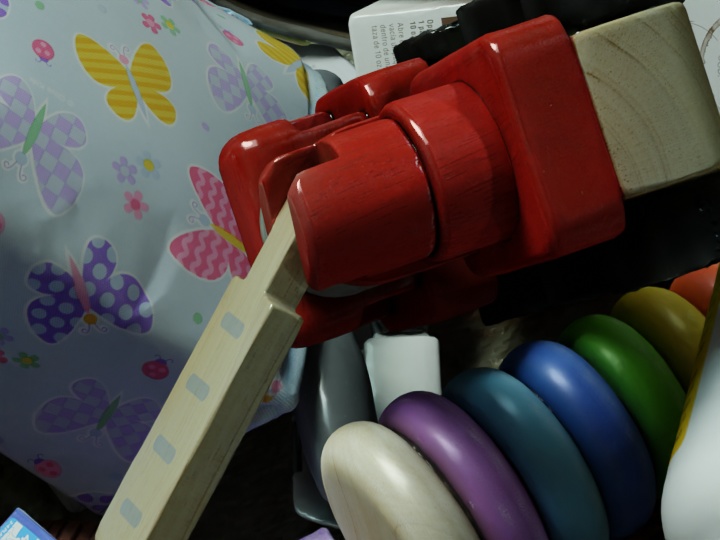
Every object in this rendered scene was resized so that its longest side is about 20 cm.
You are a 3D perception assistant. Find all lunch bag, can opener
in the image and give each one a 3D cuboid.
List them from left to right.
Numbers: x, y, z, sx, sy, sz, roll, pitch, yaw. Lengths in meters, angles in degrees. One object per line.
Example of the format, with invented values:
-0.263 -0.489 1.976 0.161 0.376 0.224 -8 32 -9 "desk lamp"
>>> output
-0.104 -0.042 0.944 0.127 0.169 0.201 -34 35 36 "lunch bag"
0.000 0.000 0.967 0.053 0.067 0.201 -3 54 0 "can opener"

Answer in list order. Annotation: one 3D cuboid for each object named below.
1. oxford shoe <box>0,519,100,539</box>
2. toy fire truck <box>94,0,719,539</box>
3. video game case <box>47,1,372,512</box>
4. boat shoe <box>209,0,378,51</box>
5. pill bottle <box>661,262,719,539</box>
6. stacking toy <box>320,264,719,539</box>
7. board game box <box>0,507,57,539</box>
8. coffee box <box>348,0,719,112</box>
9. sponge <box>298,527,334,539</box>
-0.138 0.129 0.940 0.198 0.074 0.071 -5 6 7 "oxford shoe"
-0.002 0.000 0.802 0.199 0.130 0.176 -18 0 -17 "toy fire truck"
-0.067 -0.013 1.056 0.199 0.022 0.182 -29 45 -16 "video game case"
0.034 -0.112 1.099 0.200 0.072 0.061 8 36 7 "boat shoe"
0.146 0.039 0.791 0.104 0.104 0.201 -3 53 33 "pill bottle"
0.088 0.039 0.880 0.199 0.086 0.085 -33 32 -16 "stacking toy"
-0.102 0.191 0.772 0.200 0.041 0.199 -49 44 -11 "board game box"
0.110 -0.070 0.955 0.198 0.080 0.114 -5 13 20 "coffee box"
-0.075 0.165 0.863 0.199 0.030 0.112 -30 32 -4 "sponge"
